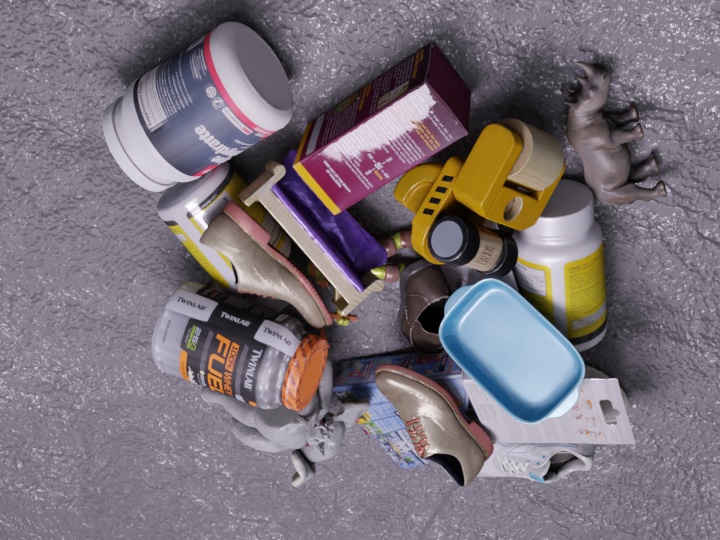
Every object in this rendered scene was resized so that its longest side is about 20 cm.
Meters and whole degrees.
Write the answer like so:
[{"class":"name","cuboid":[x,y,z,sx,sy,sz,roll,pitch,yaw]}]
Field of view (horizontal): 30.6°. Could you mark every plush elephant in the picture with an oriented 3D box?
[{"class":"plush elephant","cuboid":[-0.080,0.194,1.757,0.165,0.200,0.155,-41,149,-6]}]

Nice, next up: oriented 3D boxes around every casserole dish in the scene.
[{"class":"casserole dish","cuboid":[0.189,0.097,1.622,0.200,0.039,0.121,45,109,11]}]

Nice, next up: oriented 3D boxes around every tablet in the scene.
[{"class":"tablet","cuboid":[0.151,0.021,1.680,0.130,0.014,0.200,3,118,50]}]

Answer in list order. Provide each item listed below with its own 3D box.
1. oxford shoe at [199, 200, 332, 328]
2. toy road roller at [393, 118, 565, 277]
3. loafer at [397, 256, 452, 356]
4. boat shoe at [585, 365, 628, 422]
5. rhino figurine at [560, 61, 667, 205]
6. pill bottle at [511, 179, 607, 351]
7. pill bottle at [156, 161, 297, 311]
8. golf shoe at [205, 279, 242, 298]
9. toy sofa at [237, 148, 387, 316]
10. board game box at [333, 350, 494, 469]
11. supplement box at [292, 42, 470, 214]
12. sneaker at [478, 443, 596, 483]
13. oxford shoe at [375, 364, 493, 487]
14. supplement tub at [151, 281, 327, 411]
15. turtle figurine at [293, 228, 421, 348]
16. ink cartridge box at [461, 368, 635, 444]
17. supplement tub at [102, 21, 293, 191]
[{"class":"oxford shoe","cuboid":[-0.116,0.008,1.622,0.075,0.070,0.200,-44,104,-6]},{"class":"toy road roller","cuboid":[0.130,-0.098,1.553,0.123,0.146,0.200,14,110,-52]},{"class":"loafer","cuboid":[0.089,0.063,1.704,0.073,0.071,0.200,-23,147,-4]},{"class":"boat shoe","cuboid":[0.267,0.162,1.801,0.200,0.073,0.062,14,168,-9]},{"class":"rhino figurine","cuboid":[0.293,-0.162,1.572,0.087,0.060,0.200,-20,117,17]},{"class":"pill bottle","cuboid":[0.249,-0.005,1.649,0.114,0.114,0.200,-3,123,10]},{"class":"pill bottle","cuboid":[-0.159,-0.039,1.688,0.111,0.111,0.200,-27,115,23]},{"class":"golf shoe","cuboid":[-0.143,0.079,1.795,0.092,0.073,0.200,-26,125,4]},{"class":"toy sofa","cuboid":[-0.051,-0.050,1.614,0.098,0.083,0.200,-41,104,-2]},{"class":"board game box","cuboid":[0.097,0.187,1.814,0.200,0.062,0.200,-21,118,31]},{"class":"supplement box","cuboid":[0.028,-0.169,1.575,0.200,0.110,0.086,-30,115,25]},{"class":"sneaker","cuboid":[0.235,0.264,1.846,0.200,0.087,0.075,-15,121,19]},{"class":"oxford shoe","cuboid":[0.090,0.202,1.722,0.200,0.075,0.070,41,146,-13]},{"class":"supplement tub","cuboid":[-0.150,0.099,1.657,0.200,0.123,0.123,18,126,16]},{"class":"turtle figurine","cuboid":[0.000,0.000,1.717,0.161,0.064,0.200,-6,107,0]},{"class":"ink cartridge box","cuboid":[0.246,0.167,1.706,0.200,0.050,0.161,-4,141,19]},{"class":"supplement tub","cuboid":[-0.193,-0.193,1.574,0.200,0.140,0.140,-28,115,24]}]
